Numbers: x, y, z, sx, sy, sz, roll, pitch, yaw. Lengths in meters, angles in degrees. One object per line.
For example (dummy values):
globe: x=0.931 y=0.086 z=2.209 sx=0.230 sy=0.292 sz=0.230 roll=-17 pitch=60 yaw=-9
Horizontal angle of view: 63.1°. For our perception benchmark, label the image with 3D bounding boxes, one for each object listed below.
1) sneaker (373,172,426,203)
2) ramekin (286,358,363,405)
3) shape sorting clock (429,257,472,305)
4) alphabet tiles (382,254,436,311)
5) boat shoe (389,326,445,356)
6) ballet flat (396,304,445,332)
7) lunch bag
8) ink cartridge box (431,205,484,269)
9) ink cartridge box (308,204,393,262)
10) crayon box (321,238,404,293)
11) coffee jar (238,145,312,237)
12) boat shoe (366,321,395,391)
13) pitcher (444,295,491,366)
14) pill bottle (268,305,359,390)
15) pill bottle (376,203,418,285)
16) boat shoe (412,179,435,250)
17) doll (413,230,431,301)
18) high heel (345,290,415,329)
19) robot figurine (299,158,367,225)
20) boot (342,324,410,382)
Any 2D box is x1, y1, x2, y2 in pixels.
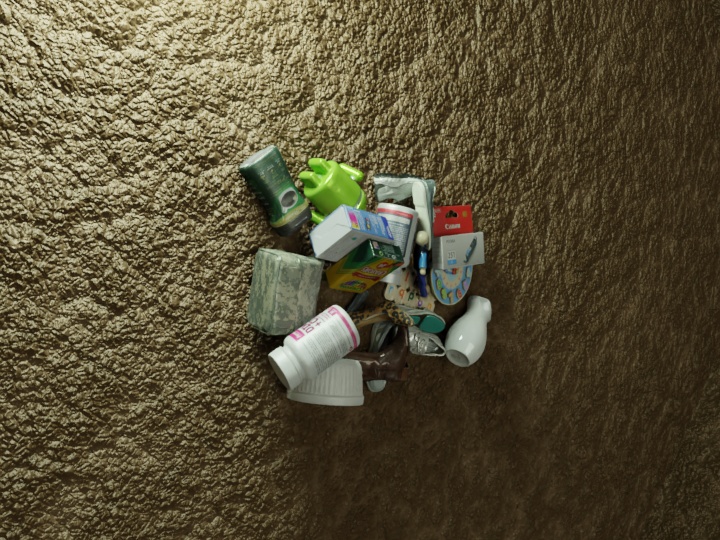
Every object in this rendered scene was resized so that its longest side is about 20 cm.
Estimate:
sneaker: x=0.119 y=-0.227 z=1.630 sx=0.195 sy=0.074 sz=0.082 roll=-4 pitch=110 yaw=-29
ramekin: x=-0.084 y=0.274 z=1.478 sx=0.196 sy=0.198 sz=0.108 roll=10 pitch=82 yaw=-34
shape sorting clock: x=0.279 y=0.003 z=1.770 sx=0.196 sy=0.039 sz=0.206 roll=-3 pitch=95 yaw=-40
alphabet tiles: x=0.151 y=0.062 z=1.715 sx=0.197 sy=0.014 sz=0.200 roll=23 pitch=83 yaw=-34
boat shoe: x=0.173 y=0.210 z=1.709 sx=0.196 sy=0.069 sz=0.072 roll=14 pitch=106 yaw=-34
ballet flat: x=0.165 y=0.130 z=1.687 sx=0.196 sy=0.069 sz=0.071 roll=13 pitch=89 yaw=-36
lunch bag: x=-0.170 y=0.056 z=1.419 sx=0.164 sy=0.138 sz=0.206 roll=5 pitch=96 yaw=-37
ink cartridge box: x=0.286 y=-0.101 z=1.725 sx=0.197 sy=0.044 sz=0.182 roll=-8 pitch=95 yaw=-41
ink cartridge box: x=-0.011 y=-0.080 z=1.462 sx=0.197 sy=0.135 sz=0.078 roll=13 pitch=52 yaw=-47
crayon box: x=0.000 y=0.000 z=1.487 sx=0.125 sy=0.198 sz=0.052 roll=9 pitch=54 yaw=-47
coffee jar: x=-0.199 y=-0.185 z=1.401 sx=0.104 sy=0.084 sz=0.203 roll=-40 pitch=115 yaw=-27
boat shoe: x=0.060 y=0.243 z=1.645 sx=0.073 sy=0.064 sz=0.208 roll=9 pitch=92 yaw=-34
pitcher: x=0.341 y=0.208 z=1.806 sx=0.202 sy=0.119 sz=0.174 roll=-56 pitch=138 yaw=-34
pill bottle: x=-0.108 y=0.180 z=1.358 sx=0.198 sy=0.113 sz=0.115 roll=-34 pitch=113 yaw=-22
pill bottle: x=0.084 y=-0.070 z=1.589 sx=0.117 sy=0.119 sz=0.206 roll=13 pitch=89 yaw=-34
boat shoe: x=0.189 y=-0.153 z=1.622 sx=0.061 sy=0.072 sz=0.205 roll=-21 pitch=118 yaw=-23
doll: x=0.170 y=-0.021 z=1.640 sx=0.047 sy=0.138 sz=0.204 roll=-7 pitch=125 yaw=0
high heel: x=0.037 y=0.145 z=1.549 sx=0.144 sy=0.197 sz=0.072 roll=-55 pitch=147 yaw=-17
robot figurine: x=-0.063 y=-0.191 z=1.474 sx=0.199 sy=0.115 sz=0.178 roll=42 pitch=74 yaw=-31
boot: x=0.034 y=0.219 z=1.583 sx=0.194 sy=0.064 sz=0.192 roll=1 pitch=99 yaw=-4
